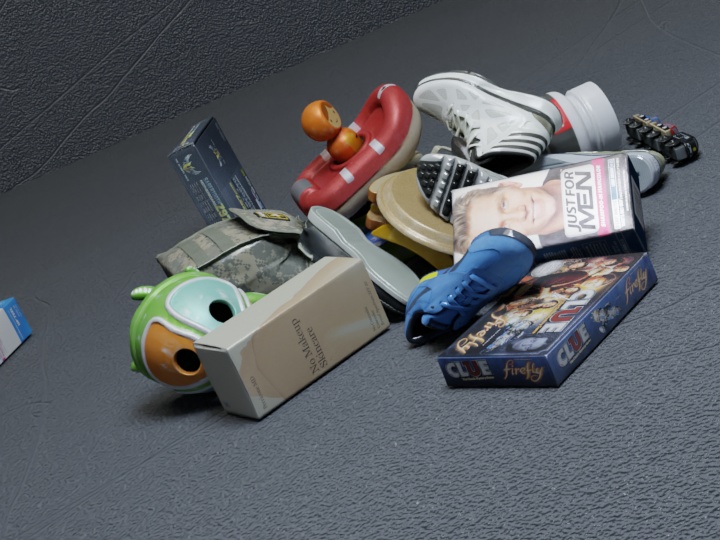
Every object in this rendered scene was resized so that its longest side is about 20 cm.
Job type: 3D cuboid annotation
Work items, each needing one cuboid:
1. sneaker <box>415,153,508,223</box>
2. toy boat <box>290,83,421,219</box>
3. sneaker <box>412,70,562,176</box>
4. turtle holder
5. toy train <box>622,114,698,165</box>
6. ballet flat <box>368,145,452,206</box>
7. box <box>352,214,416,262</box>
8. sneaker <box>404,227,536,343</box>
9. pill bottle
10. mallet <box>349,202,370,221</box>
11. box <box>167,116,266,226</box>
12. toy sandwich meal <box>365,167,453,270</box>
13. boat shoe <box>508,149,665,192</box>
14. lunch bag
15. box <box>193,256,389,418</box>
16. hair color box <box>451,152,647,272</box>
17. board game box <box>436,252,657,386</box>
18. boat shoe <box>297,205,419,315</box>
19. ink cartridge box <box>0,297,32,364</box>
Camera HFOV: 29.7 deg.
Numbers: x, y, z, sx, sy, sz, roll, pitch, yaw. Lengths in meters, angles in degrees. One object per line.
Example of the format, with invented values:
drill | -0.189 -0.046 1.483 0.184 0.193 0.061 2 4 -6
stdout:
sneaker | 0.158 -0.080 1.575 0.200 0.075 0.081 26 22 9
toy boat | -0.022 -0.164 1.723 0.200 0.131 0.131 -44 25 0
sneaker | 0.137 -0.177 1.676 0.200 0.076 0.115 17 54 27
turtle holder | -0.170 0.079 1.574 0.185 0.141 0.132 15 4 -45
toy train | 0.383 -0.171 1.729 0.046 0.034 0.200 -21 18 -3
ballet flat | 0.088 -0.131 1.823 0.200 0.071 0.067 -11 14 -35
box | 0.020 -0.043 1.790 0.122 0.048 0.200 -30 20 -17
sneaker | 0.110 0.024 1.399 0.200 0.066 0.079 -37 21 52
pill bottle | 0.229 -0.163 1.765 0.200 0.114 0.114 -25 18 -5
mallet | -0.032 -0.046 1.742 0.066 0.041 0.200 -20 25 21
box | -0.207 -0.119 2.046 0.051 0.200 0.158 -25 16 15
toy sandwich meal | 0.098 -0.056 1.634 0.205 0.070 0.205 11 33 -7
boat shoe | 0.276 -0.112 1.659 0.200 0.072 0.062 -1 11 33
lunch bag | -0.149 -0.014 1.794 0.200 0.118 0.164 -30 21 -11
box | -0.075 0.072 1.502 0.200 0.095 0.078 -35 22 -30
hair color box | 0.202 -0.053 1.468 0.200 0.061 0.100 -12 58 21
board game box | 0.186 0.047 1.336 0.135 0.035 0.200 -5 25 44
boat shoe | 0.000 0.000 1.596 0.076 0.060 0.200 3 31 -44
ink cartridge box | -0.599 0.124 2.051 0.116 0.067 0.200 -17 19 21
